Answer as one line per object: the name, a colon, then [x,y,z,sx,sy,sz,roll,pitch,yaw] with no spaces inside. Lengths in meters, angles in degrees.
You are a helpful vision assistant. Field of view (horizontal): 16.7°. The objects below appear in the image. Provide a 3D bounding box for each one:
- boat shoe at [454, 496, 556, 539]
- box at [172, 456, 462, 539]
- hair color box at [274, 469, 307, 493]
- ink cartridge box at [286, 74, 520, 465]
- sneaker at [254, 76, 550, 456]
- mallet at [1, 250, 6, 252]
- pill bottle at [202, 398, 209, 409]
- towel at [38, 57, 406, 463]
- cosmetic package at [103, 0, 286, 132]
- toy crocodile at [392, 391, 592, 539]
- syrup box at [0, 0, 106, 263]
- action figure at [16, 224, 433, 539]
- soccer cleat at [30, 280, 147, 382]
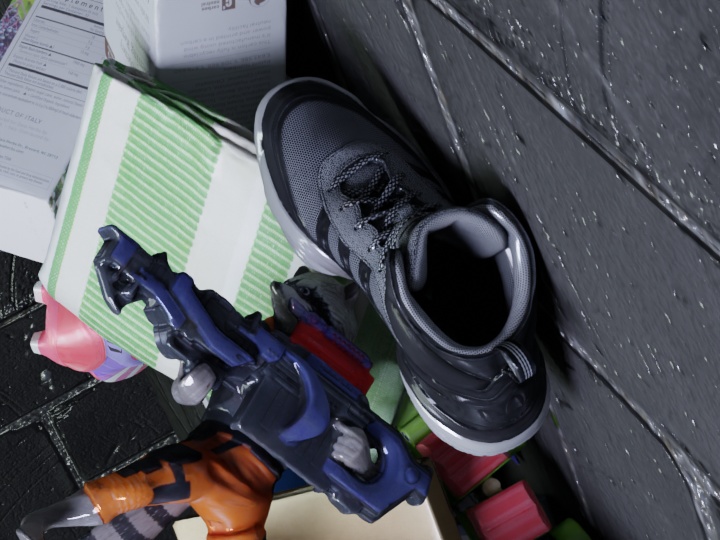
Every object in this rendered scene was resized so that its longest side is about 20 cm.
boat shoe: [0.069,0.166,1.340,0.200,0.074,0.065,138,107,-82]
box: [0.002,0.202,1.218,0.163,0.021,0.200,-17,96,37]
hair color box: [-0.038,0.174,1.416,0.100,0.060,0.200,54,156,6]
ink cartridge box: [0.000,0.000,1.326,0.200,0.043,0.198,65,170,-26]
sneaker: [0.021,-0.019,1.069,0.200,0.075,0.114,56,166,16]
mallet: [-0.148,-0.086,1.450,0.041,0.200,0.066,24,-141,-58]
pill bottle: [-0.024,0.107,1.545,0.200,0.114,0.114,64,171,-16]
towel: [-0.059,-0.001,1.193,0.200,0.023,0.153,27,123,12]
cosmetic package: [-0.086,-0.090,1.256,0.102,0.074,0.200,-121,27,-48]
toy crocodile: [0.068,0.120,1.209,0.200,0.067,0.062,55,170,8]
syrup box: [-0.155,-0.109,1.352,0.081,0.200,0.079,17,155,16]
action figure: [-0.078,0.066,1.123,0.200,0.193,0.105,47,165,-19]
soccer cleat: [-0.127,0.031,1.386,0.200,0.076,0.067,19,-105,-80]
